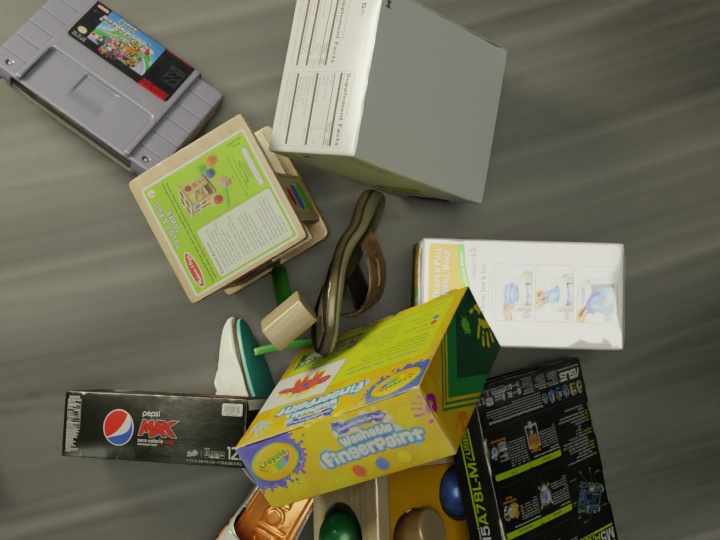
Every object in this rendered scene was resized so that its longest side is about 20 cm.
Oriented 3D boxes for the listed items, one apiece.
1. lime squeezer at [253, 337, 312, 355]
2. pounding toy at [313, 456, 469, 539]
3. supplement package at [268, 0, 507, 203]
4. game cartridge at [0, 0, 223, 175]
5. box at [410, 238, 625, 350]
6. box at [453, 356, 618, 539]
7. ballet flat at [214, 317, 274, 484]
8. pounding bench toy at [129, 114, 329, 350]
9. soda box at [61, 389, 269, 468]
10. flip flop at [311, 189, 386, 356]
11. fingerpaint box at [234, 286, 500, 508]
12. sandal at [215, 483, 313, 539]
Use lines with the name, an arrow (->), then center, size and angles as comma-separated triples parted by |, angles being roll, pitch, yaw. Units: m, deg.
lime squeezer -> -0.007, 0.091, 1.269 | 0.198, 0.038, 0.071 | 26, 98, -15
pounding toy -> 0.042, 0.257, 1.169 | 0.198, 0.141, 0.188 | 1, 85, -39
supplement package -> 0.031, -0.161, 1.199 | 0.110, 0.199, 0.158 | 7, 85, 42
game cartridge -> -0.247, -0.186, 1.249 | 0.199, 0.038, 0.130 | 35, 63, 2
box -> 0.149, 0.024, 1.247 | 0.196, 0.112, 0.103 | 2, 88, -3
box -> 0.165, 0.194, 1.209 | 0.047, 0.199, 0.197 | -11, 89, 39
ballet flat -> -0.107, 0.149, 1.254 | 0.069, 0.069, 0.202 | -24, 89, -5
pounding bench toy -> -0.100, -0.025, 1.208 | 0.123, 0.156, 0.202 | -30, 87, 8
soda box -> -0.182, 0.149, 1.207 | 0.197, 0.071, 0.065 | 1, 87, 20
flip flop -> 0.000, 0.000, 1.219 | 0.057, 0.082, 0.201 | 22, 43, 1
fingerpaint box -> 0.010, 0.114, 1.131 | 0.198, 0.167, 0.074 | -22, 109, 29
sandal -> -0.094, 0.253, 1.196 | 0.078, 0.059, 0.209 | 26, 92, -3
